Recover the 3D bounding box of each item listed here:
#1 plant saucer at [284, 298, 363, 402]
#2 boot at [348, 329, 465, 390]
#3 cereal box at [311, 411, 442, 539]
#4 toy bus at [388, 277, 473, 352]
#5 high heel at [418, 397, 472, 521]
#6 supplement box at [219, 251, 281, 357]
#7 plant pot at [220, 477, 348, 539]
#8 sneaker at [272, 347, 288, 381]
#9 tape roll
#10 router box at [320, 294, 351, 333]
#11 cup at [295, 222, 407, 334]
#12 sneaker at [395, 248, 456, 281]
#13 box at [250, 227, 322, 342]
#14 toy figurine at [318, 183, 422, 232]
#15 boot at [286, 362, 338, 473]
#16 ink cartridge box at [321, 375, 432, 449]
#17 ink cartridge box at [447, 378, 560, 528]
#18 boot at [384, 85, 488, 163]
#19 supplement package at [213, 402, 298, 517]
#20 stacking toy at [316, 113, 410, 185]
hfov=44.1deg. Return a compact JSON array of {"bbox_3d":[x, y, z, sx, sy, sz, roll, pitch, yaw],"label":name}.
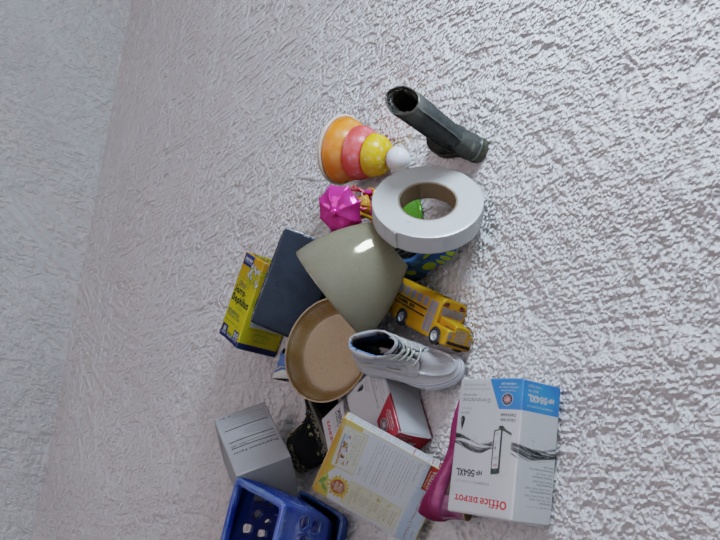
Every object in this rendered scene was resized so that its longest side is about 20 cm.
[{"bbox_3d":[-0.055,0.153,1.689,0.196,0.035,0.205,-13,64,28],"label":"plant saucer"},{"bbox_3d":[0.074,0.149,1.504,0.195,0.096,0.075,2,64,20],"label":"boot"},{"bbox_3d":[0.033,0.349,1.494,0.146,0.197,0.040,-64,-7,13],"label":"cereal box"},{"bbox_3d":[0.123,0.077,1.567,0.199,0.064,0.080,27,97,57],"label":"toy bus"},{"bbox_3d":[0.140,0.299,1.433,0.094,0.067,0.205,-5,78,36],"label":"high heel"},{"bbox_3d":[-0.230,0.077,2.041,0.108,0.108,0.204,25,97,56],"label":"supplement box"},{"bbox_3d":[-0.142,0.516,1.669,0.198,0.177,0.205,7,83,56],"label":"plant pot"},{"bbox_3d":[-0.122,0.187,1.867,0.198,0.077,0.092,-9,71,54],"label":"sneaker"},{"bbox_3d":[0.116,-0.108,1.548,0.205,0.198,0.038,-116,16,-44],"label":"tape roll"},{"bbox_3d":[-0.022,0.069,1.782,0.149,0.061,0.204,35,106,56],"label":"router box"},{"bbox_3d":[0.000,0.000,1.583,0.143,0.201,0.201,-39,39,1],"label":"cup"},{"bbox_3d":[0.113,-0.040,1.641,0.198,0.070,0.084,-29,34,49],"label":"sneaker"},{"bbox_3d":[-0.137,0.025,1.841,0.197,0.121,0.204,-159,90,-83],"label":"box"},{"bbox_3d":[-0.003,-0.122,1.726,0.152,0.181,0.201,-58,36,21],"label":"toy figurine"},{"bbox_3d":[-0.103,0.295,1.771,0.153,0.072,0.208,-34,69,46],"label":"boot"},{"bbox_3d":[0.024,0.286,1.607,0.200,0.082,0.149,-47,43,33],"label":"ink cartridge box"},{"bbox_3d":[0.215,0.270,1.334,0.145,0.083,0.205,-11,68,54],"label":"ink cartridge box"},{"bbox_3d":[0.117,-0.264,1.595,0.181,0.197,0.074,20,92,56],"label":"boot"},{"bbox_3d":[-0.215,0.390,1.833,0.200,0.117,0.124,-131,29,-56],"label":"supplement package"},{"bbox_3d":[0.018,-0.236,1.817,0.197,0.145,0.150,17,90,41],"label":"stacking toy"}]
